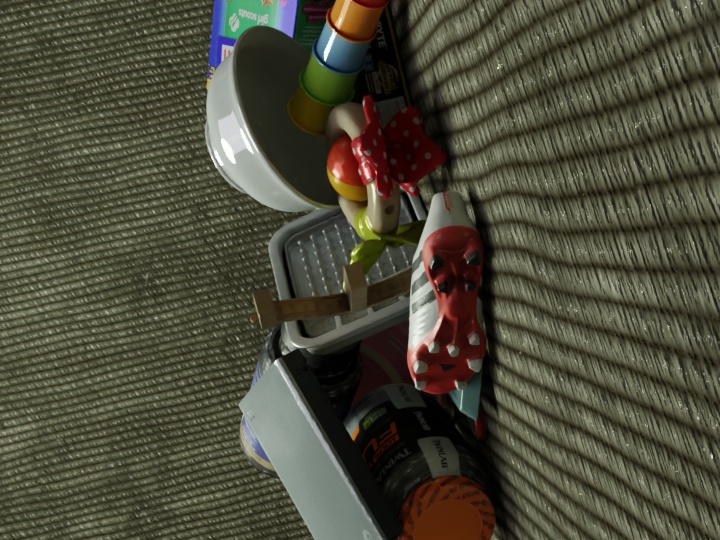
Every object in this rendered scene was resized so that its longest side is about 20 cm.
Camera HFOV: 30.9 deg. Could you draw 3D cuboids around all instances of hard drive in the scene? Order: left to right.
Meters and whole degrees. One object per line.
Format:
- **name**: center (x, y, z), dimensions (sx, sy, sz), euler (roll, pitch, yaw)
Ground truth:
- **hard drive**: center (-0.041, 0.190, 1.281), dimensions (0.201, 0.033, 0.140), euler (59, 149, 11)

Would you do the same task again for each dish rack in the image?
- **dish rack**: center (0.000, 0.000, 1.324), dimensions (0.201, 0.171, 0.044), euler (-108, -8, -50)

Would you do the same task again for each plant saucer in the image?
- **plant saucer**: center (-0.002, 0.121, 1.474), dimensions (0.051, 0.199, 0.202), euler (-49, -41, -46)
- **plant saucer**: center (0.086, 0.078, 1.259), dimensions (0.200, 0.019, 0.071), euler (-124, 36, -74)

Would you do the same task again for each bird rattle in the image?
- **bird rattle**: center (0.003, -0.086, 1.213), dimensions (0.163, 0.112, 0.201), euler (53, 162, 42)

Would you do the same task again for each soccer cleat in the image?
- **soccer cleat**: center (0.074, 0.024, 1.119), dimensions (0.086, 0.068, 0.201), euler (-93, 2, -47)

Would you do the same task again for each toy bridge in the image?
- **toy bridge**: center (-0.005, 0.017, 1.191), dimensions (0.067, 0.198, 0.027), euler (90, 163, -70)

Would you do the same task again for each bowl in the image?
- **bowl**: center (-0.094, -0.139, 1.328), dimensions (0.201, 0.090, 0.202), euler (37, -141, -38)

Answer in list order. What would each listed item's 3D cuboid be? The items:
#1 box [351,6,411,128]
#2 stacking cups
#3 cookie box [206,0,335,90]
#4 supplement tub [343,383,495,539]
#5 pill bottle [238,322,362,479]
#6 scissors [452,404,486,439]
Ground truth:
- **box**: center (0.011, -0.189, 1.365), dimensions (0.200, 0.049, 0.161), euler (124, 131, -82)
- **stacking cups**: center (-0.015, -0.212, 1.219), dimensions (0.200, 0.060, 0.061), euler (118, 144, -49)
- **cookie box**: center (-0.098, -0.289, 1.508), dimensions (0.171, 0.075, 0.202), euler (27, 116, 47)
- **supplement tub**: center (0.058, 0.209, 1.327), dimensions (0.200, 0.122, 0.123), euler (-128, 25, -64)
- **pill bottle**: center (-0.061, 0.124, 1.401), dimensions (0.112, 0.111, 0.201), euler (-107, 26, -42)
- **scissors**: center (0.103, 0.130, 1.329), dimensions (0.200, 0.014, 0.074), euler (139, 116, -85)
